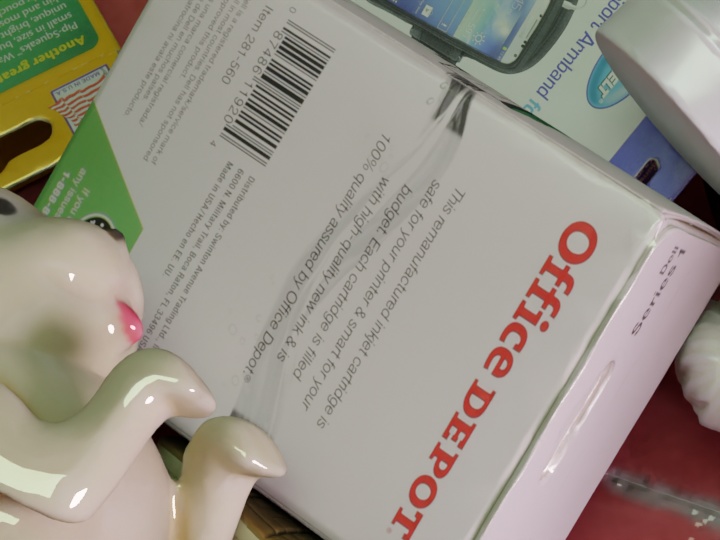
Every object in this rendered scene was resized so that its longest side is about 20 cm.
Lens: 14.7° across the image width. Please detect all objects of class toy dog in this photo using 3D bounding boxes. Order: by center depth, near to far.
[{"bbox_3d":[-0.114,0.072,0.844,0.193,0.139,0.201,-12,69,29],"label":"toy dog"}]

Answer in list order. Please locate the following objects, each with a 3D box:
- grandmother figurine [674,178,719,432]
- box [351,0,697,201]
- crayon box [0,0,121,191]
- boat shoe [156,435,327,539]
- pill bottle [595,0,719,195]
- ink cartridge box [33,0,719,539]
[{"bbox_3d":[0.169,-0.023,0.945,0.121,0.061,0.200,24,62,31],"label":"grandmother figurine"},{"bbox_3d":[0.040,-0.075,0.984,0.200,0.041,0.119,43,97,26],"label":"box"},{"bbox_3d":[-0.165,-0.087,1.041,0.125,0.052,0.200,-27,58,-7],"label":"crayon box"},{"bbox_3d":[-0.011,0.124,0.875,0.201,0.072,0.066,37,100,38],"label":"boat shoe"},{"bbox_3d":[0.173,-0.111,0.878,0.200,0.112,0.112,-41,60,0],"label":"pill bottle"},{"bbox_3d":[0.000,0.000,0.912,0.200,0.084,0.147,35,98,25],"label":"ink cartridge box"}]
